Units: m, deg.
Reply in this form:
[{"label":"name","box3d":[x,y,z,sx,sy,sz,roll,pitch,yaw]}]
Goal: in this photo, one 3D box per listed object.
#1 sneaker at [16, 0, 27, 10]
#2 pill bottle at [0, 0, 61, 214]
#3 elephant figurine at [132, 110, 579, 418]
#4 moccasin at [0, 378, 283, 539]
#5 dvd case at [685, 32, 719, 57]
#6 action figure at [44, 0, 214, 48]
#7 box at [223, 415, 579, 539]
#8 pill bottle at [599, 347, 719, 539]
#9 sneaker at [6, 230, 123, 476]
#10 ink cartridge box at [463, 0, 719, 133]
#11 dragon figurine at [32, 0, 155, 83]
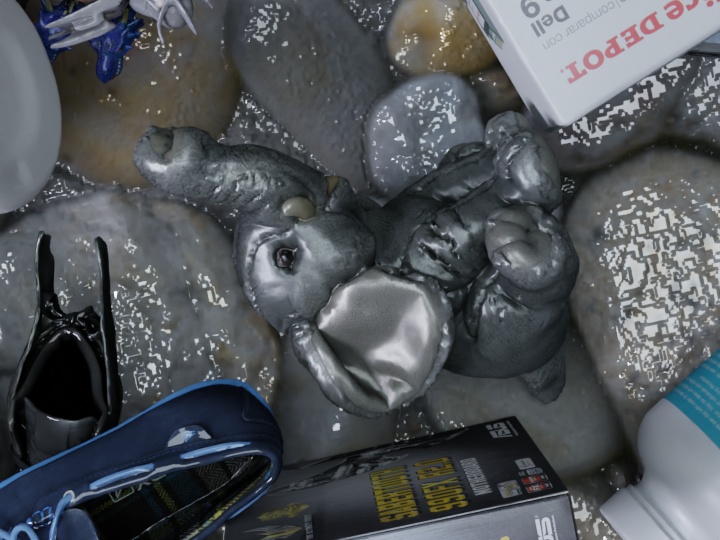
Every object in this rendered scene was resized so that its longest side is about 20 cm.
[{"label":"sneaker","box3d":[-0.192,-0.187,1.011,0.090,0.076,0.202,1,100,-8]},{"label":"pill bottle","box3d":[-0.253,-0.065,0.946,0.199,0.113,0.114,-11,92,26]},{"label":"elephant figurine","box3d":[0.000,0.000,0.987,0.198,0.142,0.156,-13,77,-8]},{"label":"moccasin","box3d":[-0.125,0.119,0.915,0.200,0.068,0.081,-39,119,-2]},{"label":"dvd case","box3d":[0.176,-0.185,1.042,0.198,0.018,0.144,5,92,-3]},{"label":"action figure","box3d":[-0.131,-0.191,0.926,0.130,0.069,0.201,-30,81,-18]},{"label":"box","box3d":[0.015,0.123,0.953,0.157,0.200,0.049,-11,95,0]},{"label":"pill bottle","box3d":[0.217,0.081,1.003,0.200,0.111,0.111,-41,92,-1]},{"label":"sneaker","box3d":[-0.150,0.091,0.978,0.059,0.104,0.201,7,71,0]},{"label":"ink cartridge box","box3d":[0.106,-0.190,0.988,0.145,0.084,0.201,-32,93,0]},{"label":"dragon figurine","box3d":[-0.102,-0.182,0.993,0.059,0.099,0.201,26,90,-2]}]
